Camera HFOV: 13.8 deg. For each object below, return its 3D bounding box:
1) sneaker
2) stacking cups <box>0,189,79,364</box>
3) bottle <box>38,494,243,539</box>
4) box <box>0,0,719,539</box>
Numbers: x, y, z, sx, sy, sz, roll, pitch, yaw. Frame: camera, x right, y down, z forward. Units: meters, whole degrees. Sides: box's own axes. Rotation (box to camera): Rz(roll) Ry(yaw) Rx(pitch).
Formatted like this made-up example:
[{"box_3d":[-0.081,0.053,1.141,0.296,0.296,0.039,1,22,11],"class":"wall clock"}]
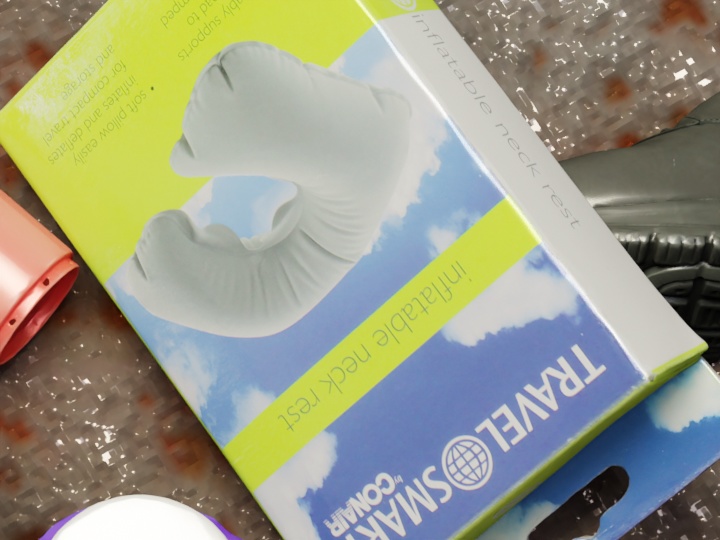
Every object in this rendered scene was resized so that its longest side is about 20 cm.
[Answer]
[{"box_3d":[0.125,-0.027,0.859,0.199,0.076,0.091,-3,63,-15],"class":"sneaker"},{"box_3d":[-0.163,-0.054,0.835,0.200,0.061,0.061,36,72,4],"class":"stacking cups"},{"box_3d":[-0.056,0.099,0.723,0.065,0.200,0.084,19,73,1],"class":"bottle"},{"box_3d":[0.000,0.000,0.808,0.122,0.048,0.200,-42,78,27],"class":"box"}]
